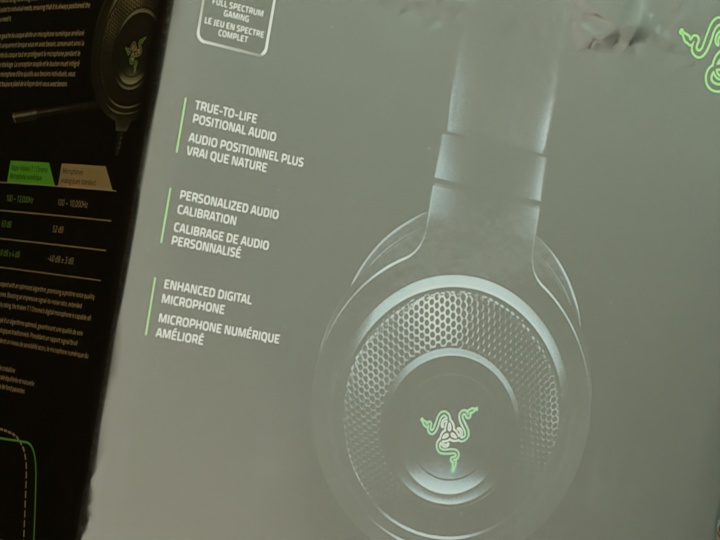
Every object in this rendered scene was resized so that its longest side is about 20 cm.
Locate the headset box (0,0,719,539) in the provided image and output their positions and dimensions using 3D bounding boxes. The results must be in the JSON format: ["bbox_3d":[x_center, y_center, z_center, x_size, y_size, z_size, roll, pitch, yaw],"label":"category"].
[{"bbox_3d":[0.000,0.000,0.666,0.173,0.093,0.201,12,86,-33],"label":"headset box"}]

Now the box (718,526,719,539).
[{"bbox_3d":[0.127,-0.003,0.948,0.112,0.101,0.201,-19,99,-42],"label":"box"}]
